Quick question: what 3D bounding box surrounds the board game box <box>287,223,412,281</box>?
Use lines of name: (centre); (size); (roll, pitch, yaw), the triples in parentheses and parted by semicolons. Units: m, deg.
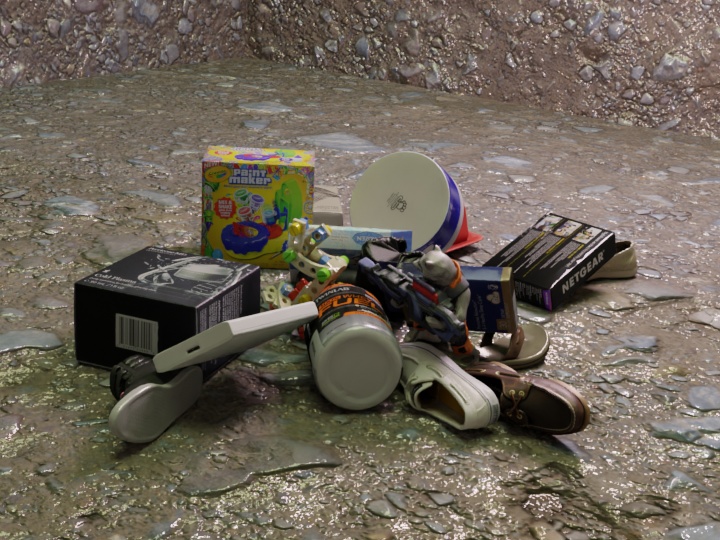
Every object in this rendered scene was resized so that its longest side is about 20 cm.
board game box: (-0.020, -0.022, 1.793); (0.197, 0.044, 0.200); (4, -17, -1)

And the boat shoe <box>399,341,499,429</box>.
boat shoe: (0.092, 0.155, 1.434); (0.069, 0.072, 0.199); (-10, 29, -37)

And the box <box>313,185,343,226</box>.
box: (-0.079, -0.112, 2.155); (0.081, 0.069, 0.200); (1, 19, -7)

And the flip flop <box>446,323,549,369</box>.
flip flop: (0.205, 0.108, 1.595); (0.198, 0.058, 0.081); (-11, 24, -36)

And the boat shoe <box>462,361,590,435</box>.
boat shoe: (0.204, 0.168, 1.407); (0.070, 0.071, 0.199); (-2, 10, -39)

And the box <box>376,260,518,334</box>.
box: (0.123, 0.039, 1.560); (0.198, 0.122, 0.033); (4, 51, 18)

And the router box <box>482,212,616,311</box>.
router box: (0.331, -0.019, 1.900); (0.148, 0.051, 0.199); (21, 46, 41)

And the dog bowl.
dog bowl: (0.082, -0.110, 1.967); (0.198, 0.202, 0.079); (13, -9, 27)

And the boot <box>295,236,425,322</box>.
boot: (0.000, 0.000, 1.673); (0.198, 0.169, 0.077); (16, 59, 3)

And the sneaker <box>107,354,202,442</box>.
sneaker: (-0.284, 0.159, 1.355); (0.098, 0.072, 0.200); (8, 14, 18)

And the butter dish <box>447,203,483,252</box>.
butter dish: (0.115, -0.117, 2.084); (0.199, 0.149, 0.199); (19, 25, 37)

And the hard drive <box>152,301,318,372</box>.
hard drive: (-0.158, 0.085, 1.408); (0.131, 0.027, 0.199); (-26, -7, 28)

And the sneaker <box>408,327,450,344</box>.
sneaker: (0.144, 0.064, 1.706); (0.079, 0.074, 0.200); (15, 30, 19)

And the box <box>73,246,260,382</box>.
box: (-0.272, 0.061, 1.554); (0.198, 0.125, 0.196); (10, 18, 18)

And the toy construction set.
toy construction set: (-0.088, 0.022, 1.636); (0.131, 0.200, 0.092); (43, 47, 7)

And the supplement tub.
supplement tub: (-0.015, 0.097, 1.491); (0.121, 0.124, 0.200); (0, 19, -9)

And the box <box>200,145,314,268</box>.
box: (-0.184, -0.115, 1.958); (0.197, 0.195, 0.122); (2, 19, -3)

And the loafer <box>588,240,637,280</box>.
loafer: (0.419, -0.023, 1.988); (0.198, 0.069, 0.076); (-5, 21, -22)

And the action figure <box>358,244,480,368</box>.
action figure: (0.095, 0.036, 1.485); (0.104, 0.194, 0.200); (-36, 57, -23)
